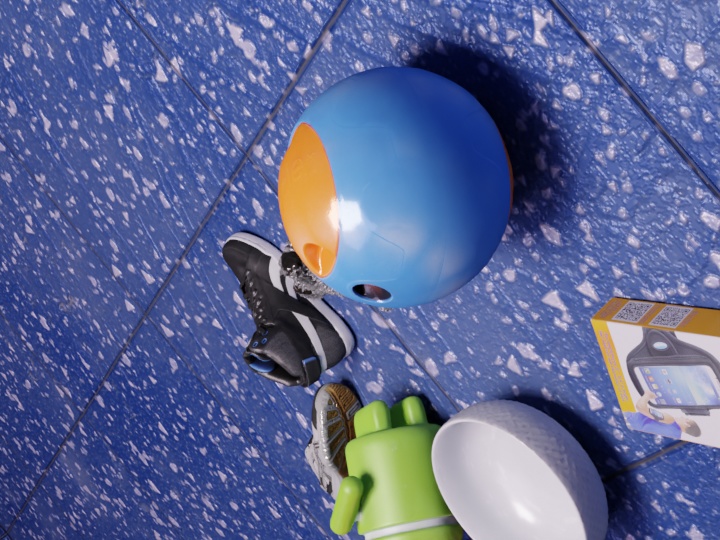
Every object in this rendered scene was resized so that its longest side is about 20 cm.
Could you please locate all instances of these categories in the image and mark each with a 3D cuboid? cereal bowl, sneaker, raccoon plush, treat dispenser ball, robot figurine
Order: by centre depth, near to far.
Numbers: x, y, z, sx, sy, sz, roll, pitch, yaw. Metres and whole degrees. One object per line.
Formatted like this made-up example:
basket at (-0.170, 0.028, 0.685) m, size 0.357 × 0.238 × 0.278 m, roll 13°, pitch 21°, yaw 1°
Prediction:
treat dispenser ball at (0.030, -0.070, 1.103) m, size 0.200 × 0.201 × 0.202 m, roll 33°, pitch 144°, yaw 28°
cereal bowl at (0.169, 0.210, 1.312) m, size 0.199 × 0.083 × 0.201 m, roll 31°, pitch 140°, yaw 30°
raccoon plush at (0.000, 0.000, 1.360) m, size 0.133 × 0.097 × 0.200 m, roll 28°, pitch 173°, yaw 12°
robot figurine at (0.048, 0.243, 1.436) m, size 0.116 × 0.174 × 0.202 m, roll 142°, pitch 121°, yaw -61°
sneaker at (-0.111, 0.048, 1.488) m, size 0.200 × 0.112 × 0.073 m, roll 42°, pitch 146°, yaw 16°
sneaker at (-0.039, 0.214, 1.597) m, size 0.087 × 0.076 × 0.201 m, roll 22°, pitch 137°, yaw 39°

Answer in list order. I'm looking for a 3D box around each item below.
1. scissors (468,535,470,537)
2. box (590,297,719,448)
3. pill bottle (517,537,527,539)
scissors at (0.100, 0.264, 1.522) m, size 0.200 × 0.014 × 0.073 m, roll 44°, pitch 162°, yaw 20°
box at (0.291, 0.090, 1.079) m, size 0.199 × 0.041 × 0.120 m, roll 8°, pitch 128°, yaw 51°
pill bottle at (0.145, 0.358, 1.383) m, size 0.112 × 0.200 × 0.113 m, roll 32°, pitch 143°, yaw 28°
